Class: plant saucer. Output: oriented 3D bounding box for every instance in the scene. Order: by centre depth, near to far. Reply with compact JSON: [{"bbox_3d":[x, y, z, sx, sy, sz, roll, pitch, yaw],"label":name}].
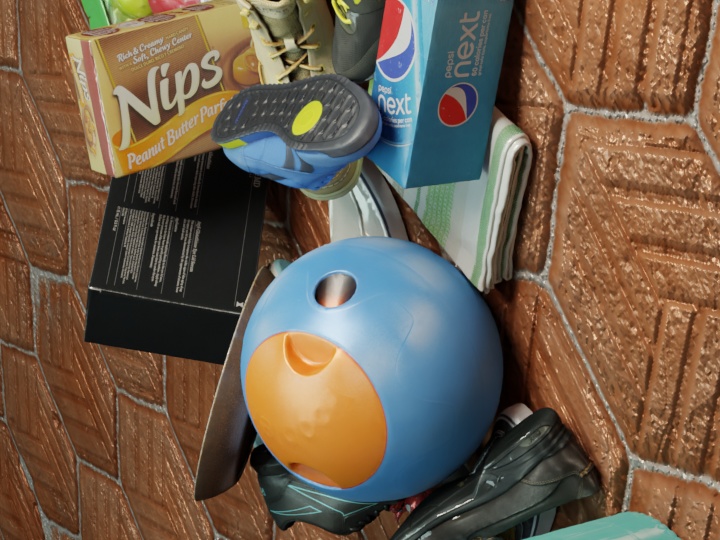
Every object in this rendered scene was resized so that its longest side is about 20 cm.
[{"bbox_3d":[-0.094,0.096,1.742,0.200,0.032,0.201,17,-90,-87],"label":"plant saucer"}]

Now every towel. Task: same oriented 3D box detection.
[{"bbox_3d":[0.064,-0.098,1.604,0.200,0.031,0.149,53,146,40],"label":"towel"}]

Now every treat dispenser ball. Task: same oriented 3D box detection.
[{"bbox_3d":[0.009,0.074,1.614,0.201,0.200,0.201,43,142,47],"label":"treat dispenser ball"}]

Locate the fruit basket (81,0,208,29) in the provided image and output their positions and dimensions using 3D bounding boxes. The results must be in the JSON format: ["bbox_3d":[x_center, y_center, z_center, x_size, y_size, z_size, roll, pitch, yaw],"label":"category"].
[{"bbox_3d":[-0.169,-0.238,1.941,0.200,0.094,0.186,-23,85,49],"label":"fruit basket"}]

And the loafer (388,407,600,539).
[{"bbox_3d":[0.089,0.188,1.583,0.200,0.073,0.072,-40,94,26],"label":"loafer"}]

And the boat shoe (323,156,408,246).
[{"bbox_3d":[0.000,0.000,1.737,0.071,0.070,0.201,-9,98,65],"label":"boat shoe"}]

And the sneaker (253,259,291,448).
[{"bbox_3d":[-0.062,0.098,1.854,0.131,0.079,0.200,-41,62,21],"label":"sneaker"}]

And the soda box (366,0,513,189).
[{"bbox_3d":[0.057,-0.162,1.485,0.064,0.068,0.201,42,132,47],"label":"soda box"}]

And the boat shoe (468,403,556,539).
[{"bbox_3d":[0.103,0.192,1.652,0.072,0.068,0.200,50,146,39],"label":"boat shoe"}]

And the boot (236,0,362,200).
[{"bbox_3d":[-0.051,-0.166,1.645,0.155,0.073,0.201,64,-163,-72],"label":"boot"}]

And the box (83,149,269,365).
[{"bbox_3d":[-0.158,-0.023,1.864,0.079,0.141,0.200,102,175,-47],"label":"box"}]

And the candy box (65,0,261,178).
[{"bbox_3d":[-0.134,-0.159,1.758,0.055,0.200,0.116,18,121,59],"label":"candy box"}]

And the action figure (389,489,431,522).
[{"bbox_3d":[0.011,0.192,1.849,0.200,0.065,0.052,174,101,-66],"label":"action figure"}]

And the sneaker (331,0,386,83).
[{"bbox_3d":[-0.006,-0.231,1.563,0.074,0.084,0.200,47,135,45],"label":"sneaker"}]

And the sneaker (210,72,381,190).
[{"bbox_3d":[-0.031,-0.096,1.561,0.078,0.066,0.200,40,162,-28],"label":"sneaker"}]

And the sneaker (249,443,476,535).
[{"bbox_3d":[0.006,0.174,1.757,0.199,0.075,0.080,-5,98,27],"label":"sneaker"}]

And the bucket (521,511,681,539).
[{"bbox_3d":[0.164,0.275,1.502,0.207,0.134,0.208,44,144,46],"label":"bucket"}]
